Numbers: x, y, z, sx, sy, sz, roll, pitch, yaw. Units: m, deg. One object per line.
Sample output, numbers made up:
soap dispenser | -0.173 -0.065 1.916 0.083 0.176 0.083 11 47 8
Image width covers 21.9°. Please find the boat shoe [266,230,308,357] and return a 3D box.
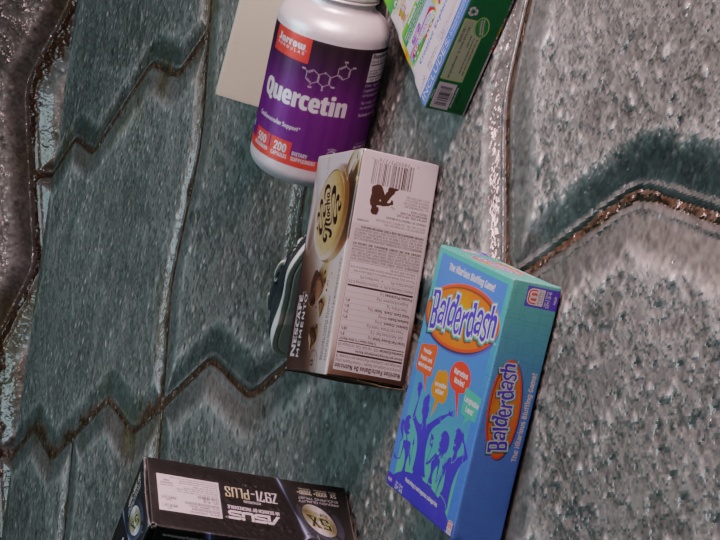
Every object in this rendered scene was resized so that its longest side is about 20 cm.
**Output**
boat shoe | -0.049 0.001 1.802 0.201 0.075 0.061 120 146 -42

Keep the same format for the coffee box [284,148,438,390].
coffee box | 0.000 0.000 1.661 0.113 0.079 0.203 -179 99 -68

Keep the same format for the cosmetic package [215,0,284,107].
cosmetic package | -0.095 -0.289 2.018 0.104 0.072 0.202 -77 3 -61

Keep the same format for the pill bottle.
pill bottle | -0.036 -0.188 1.785 0.113 0.111 0.202 -122 41 -61

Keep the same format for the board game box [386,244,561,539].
board game box | 0.084 0.093 1.440 0.152 0.045 0.202 -153 75 -69

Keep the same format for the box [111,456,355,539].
box | -0.124 0.269 1.690 0.087 0.198 0.165 -103 32 -50

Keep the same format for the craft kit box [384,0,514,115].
craft kit box | 0.087 -0.272 1.618 0.198 0.048 0.201 -109 35 -49
